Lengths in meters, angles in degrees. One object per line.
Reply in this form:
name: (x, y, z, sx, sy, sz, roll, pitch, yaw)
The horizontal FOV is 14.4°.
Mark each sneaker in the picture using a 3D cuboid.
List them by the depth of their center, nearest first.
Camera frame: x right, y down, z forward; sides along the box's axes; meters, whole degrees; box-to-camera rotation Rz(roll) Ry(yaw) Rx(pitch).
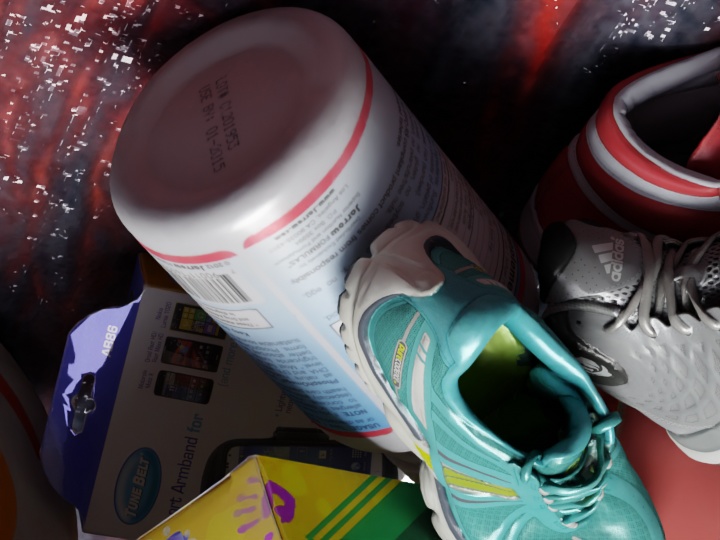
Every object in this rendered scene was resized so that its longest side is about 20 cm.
sneaker: (0.125, 0.007, 1.029, 0.115, 0.075, 0.200, 24, 149, -11)
sneaker: (0.061, 0.066, 1.041, 0.080, 0.078, 0.200, 28, 162, 48)
sneaker: (0.172, -0.022, 1.101, 0.200, 0.071, 0.112, 11, 146, -10)

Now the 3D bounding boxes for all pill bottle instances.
pill bottle: (0.000, 0.000, 1.092, 0.109, 0.109, 0.200, -19, 134, 25)

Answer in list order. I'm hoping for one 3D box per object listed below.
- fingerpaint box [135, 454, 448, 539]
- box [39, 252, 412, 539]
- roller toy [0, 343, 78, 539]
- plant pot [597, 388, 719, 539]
fingerpaint box: (-0.048, 0.159, 1.112, 0.200, 0.073, 0.167, -35, 150, 27)
box: (-0.033, 0.065, 1.208, 0.200, 0.041, 0.119, 12, 111, -11)
roller toy: (-0.221, 0.107, 1.192, 0.140, 0.182, 0.200, -23, 127, 30)
plant pot: (0.177, 0.110, 1.195, 0.177, 0.200, 0.200, 16, 142, -2)
